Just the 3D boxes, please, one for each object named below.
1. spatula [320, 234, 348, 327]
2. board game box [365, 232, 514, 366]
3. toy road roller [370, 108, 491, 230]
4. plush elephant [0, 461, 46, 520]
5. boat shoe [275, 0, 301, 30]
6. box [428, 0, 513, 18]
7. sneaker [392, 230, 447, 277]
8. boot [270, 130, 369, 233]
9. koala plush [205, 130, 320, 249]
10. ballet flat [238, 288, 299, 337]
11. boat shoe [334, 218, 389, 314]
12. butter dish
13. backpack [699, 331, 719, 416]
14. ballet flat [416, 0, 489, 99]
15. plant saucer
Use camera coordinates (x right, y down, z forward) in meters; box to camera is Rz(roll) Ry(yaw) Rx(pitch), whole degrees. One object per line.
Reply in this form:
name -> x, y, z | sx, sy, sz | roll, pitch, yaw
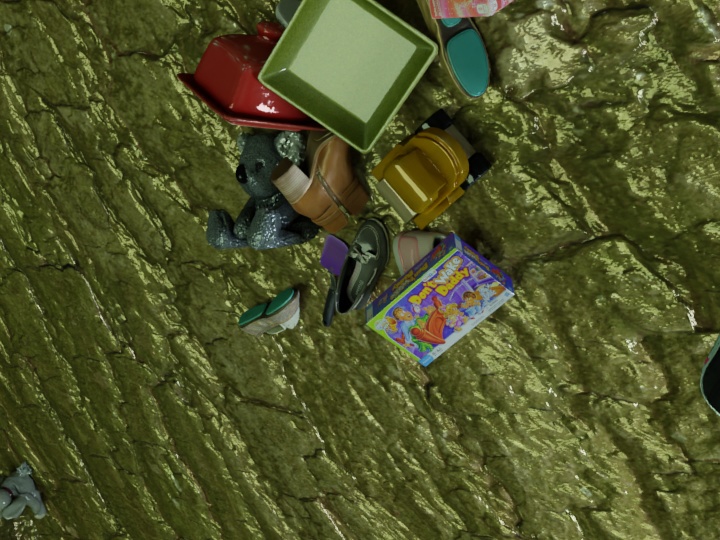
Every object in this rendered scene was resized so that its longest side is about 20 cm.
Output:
spatula -> -0.052, 0.027, 1.921 | 0.056, 0.021, 0.200 | 32, 136, 27
board game box -> 0.123, 0.049, 1.679 | 0.134, 0.045, 0.200 | 36, 118, -24
toy road roller -> 0.084, -0.137, 1.601 | 0.123, 0.146, 0.200 | 49, 138, 2
plush elephant -> -1.023, 0.664, 3.086 | 0.165, 0.155, 0.200 | 32, 135, 19
boat shoe -> -0.056, -0.340, 1.639 | 0.200, 0.071, 0.070 | 38, 142, 11
box -> 0.137, -0.440, 1.380 | 0.095, 0.103, 0.200 | 7, 124, 37
sneaker -> 0.129, 0.026, 1.727 | 0.105, 0.075, 0.200 | -6, 110, 48
boot -> -0.029, -0.162, 1.723 | 0.155, 0.200, 0.077 | 42, -176, -33
koala plush -> -0.157, -0.143, 1.818 | 0.177, 0.184, 0.200 | 1, 98, 47
ballet flat -> -0.158, 0.085, 2.032 | 0.067, 0.068, 0.200 | 41, 146, -19
boat shoe -> 0.000, 0.000, 1.832 | 0.067, 0.057, 0.200 | 33, 135, 18
butter dish -> -0.154, -0.311, 1.641 | 0.199, 0.200, 0.148 | 42, 123, 46
backpack -> 0.549, 0.122, 1.384 | 0.177, 0.151, 0.200 | 33, 128, 22
ballet flat -> 0.127, -0.338, 1.500 | 0.063, 0.069, 0.200 | 19, 132, 67
plant saucer -> -0.016, -0.305, 1.535 | 0.200, 0.048, 0.200 | 34, 119, -3
